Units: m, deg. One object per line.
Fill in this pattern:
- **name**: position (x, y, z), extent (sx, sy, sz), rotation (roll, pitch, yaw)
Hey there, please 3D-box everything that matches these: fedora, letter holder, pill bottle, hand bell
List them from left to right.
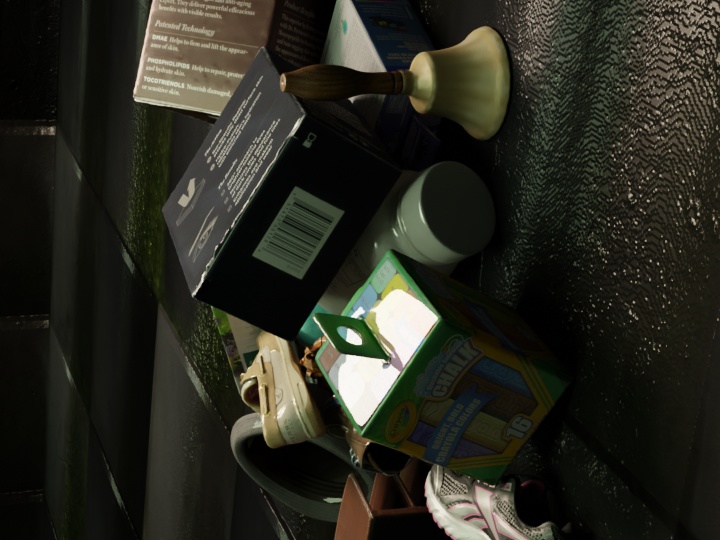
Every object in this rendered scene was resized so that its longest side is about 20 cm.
- **fedora**: position (-0.048, 0.190, 1.602), extent (0.176, 0.200, 0.091), rotation (-12, 45, 38)
- **letter holder**: position (0.021, 0.288, 1.488), extent (0.142, 0.100, 0.201), rotation (-124, 38, -55)
- **hand bell**: position (0.024, -0.170, 1.296), extent (0.104, 0.198, 0.105), rotation (178, 90, -68)
- **pill bottle**: position (0.034, -0.032, 1.377), extent (0.200, 0.114, 0.115), rotation (-25, 69, 53)

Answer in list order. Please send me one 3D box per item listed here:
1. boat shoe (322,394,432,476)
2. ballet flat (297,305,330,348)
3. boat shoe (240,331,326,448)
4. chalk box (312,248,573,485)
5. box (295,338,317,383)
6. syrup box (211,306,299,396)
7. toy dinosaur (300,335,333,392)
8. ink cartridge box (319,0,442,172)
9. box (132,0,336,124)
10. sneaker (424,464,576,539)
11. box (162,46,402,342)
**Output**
- **boat shoe**: position (0.018, 0.160, 1.411), extent (0.200, 0.072, 0.073), rotation (-15, 61, 59)
- **ballet flat**: position (0.000, 0.000, 1.531), extent (0.201, 0.069, 0.070), rotation (-56, 34, 15)
- **boat shoe**: position (-0.091, 0.118, 1.496), extent (0.200, 0.069, 0.074), rotation (-122, 9, -65)
- **chalk box**: position (0.052, 0.074, 1.212), extent (0.124, 0.199, 0.125), rotation (-55, 35, 14)
- **box**: position (-0.056, 0.076, 1.722), extent (0.159, 0.048, 0.201), rotation (112, 147, -47)
- **syrup box**: position (-0.121, 0.053, 1.625), extent (0.201, 0.078, 0.082), rotation (81, 173, -54)
- **toy dinosaur**: position (-0.004, 0.097, 1.467), extent (0.200, 0.135, 0.103), rotation (-40, -61, -65)
- **ink cartridge box**: position (0.024, -0.176, 1.458), extent (0.201, 0.076, 0.137), rotation (-110, 28, -42)
- **box**: position (-0.121, -0.257, 1.571), extent (0.163, 0.166, 0.202), rotation (12, 91, 28)
- **sneaker**: position (0.132, 0.209, 1.257), extent (0.200, 0.080, 0.087), rotation (41, 118, 51)
- **box**: position (-0.080, -0.075, 1.363), extent (0.197, 0.117, 0.200), rotation (-56, 28, 14)
